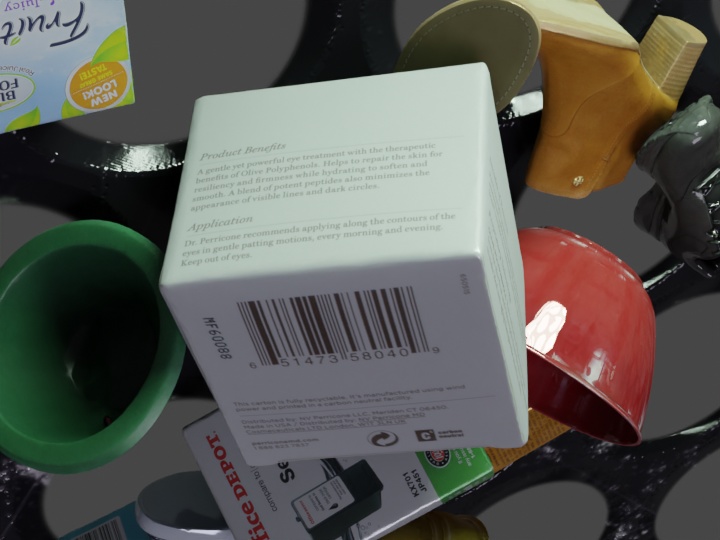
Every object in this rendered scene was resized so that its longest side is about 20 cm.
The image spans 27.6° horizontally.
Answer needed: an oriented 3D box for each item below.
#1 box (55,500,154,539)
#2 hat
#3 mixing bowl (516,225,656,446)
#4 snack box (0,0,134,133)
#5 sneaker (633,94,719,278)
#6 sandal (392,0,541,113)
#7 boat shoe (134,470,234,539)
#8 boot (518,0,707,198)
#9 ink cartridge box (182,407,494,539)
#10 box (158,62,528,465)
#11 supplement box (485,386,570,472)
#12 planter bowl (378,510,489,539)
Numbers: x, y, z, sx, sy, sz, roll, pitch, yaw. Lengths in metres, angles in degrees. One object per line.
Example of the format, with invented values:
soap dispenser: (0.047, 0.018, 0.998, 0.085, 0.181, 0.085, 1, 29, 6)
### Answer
box: (-0.184, 0.282, 1.251, 0.082, 0.049, 0.201, -25, 137, -4)
hat: (-0.161, 0.069, 1.020, 0.176, 0.199, 0.167, 33, 72, -59)
mixing bowl: (0.149, 0.037, 1.125, 0.109, 0.199, 0.200, -59, 138, -12)
snack box: (-0.218, -0.169, 0.797, 0.167, 0.068, 0.201, -16, 137, -17)
sneaker: (0.260, -0.060, 1.108, 0.076, 0.091, 0.200, -38, 156, -4)
sandal: (0.058, -0.126, 1.000, 0.077, 0.070, 0.212, 34, 134, -3)
boat shoe: (-0.101, 0.221, 1.222, 0.199, 0.071, 0.091, 2, 125, -33)
boot: (0.148, -0.119, 1.040, 0.200, 0.071, 0.145, 4, 127, -37)
ink cartridge box: (-0.017, 0.140, 1.127, 0.199, 0.147, 0.083, -29, 170, -1)
box: (0.000, 0.000, 0.953, 0.197, 0.172, 0.201, -6, 139, 11)
supplement box: (0.121, 0.122, 1.255, 0.199, 0.067, 0.069, -30, 138, 1)
planter bowl: (0.006, 0.257, 1.195, 0.083, 0.201, 0.200, 42, 106, -16)
